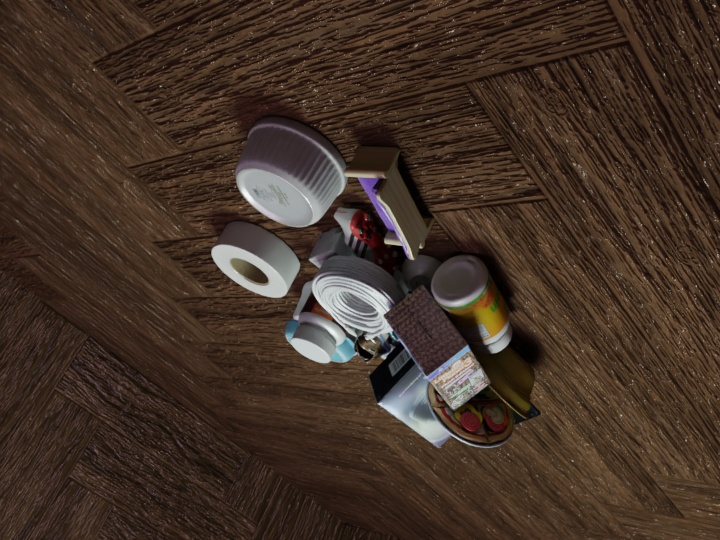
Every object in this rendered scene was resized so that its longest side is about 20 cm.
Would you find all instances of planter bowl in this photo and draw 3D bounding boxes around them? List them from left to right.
[{"bbox_3d":[0.306,0.208,1.721,0.200,0.084,0.200,43,-173,-6],"label":"planter bowl"}]

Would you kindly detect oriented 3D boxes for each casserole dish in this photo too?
[{"bbox_3d":[-0.099,0.170,1.917,0.198,0.039,0.121,6,146,40],"label":"casserole dish"}]

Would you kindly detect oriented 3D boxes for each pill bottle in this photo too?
[{"bbox_3d":[-0.066,0.089,1.772,0.113,0.202,0.115,21,154,11],"label":"pill bottle"},{"bbox_3d":[0.220,0.072,1.562,0.110,0.112,0.200,7,148,37],"label":"pill bottle"}]

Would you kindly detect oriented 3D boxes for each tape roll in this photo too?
[{"bbox_3d":[-0.242,-0.024,1.888,0.200,0.071,0.203,22,154,11],"label":"tape roll"}]

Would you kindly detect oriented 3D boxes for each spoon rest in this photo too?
[{"bbox_3d":[0.126,0.047,1.657,0.098,0.061,0.202,15,130,11],"label":"spoon rest"}]

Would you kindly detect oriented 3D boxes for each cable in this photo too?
[{"bbox_3d":[0.001,0.050,1.628,0.200,0.070,0.199,42,148,-25],"label":"cable"}]

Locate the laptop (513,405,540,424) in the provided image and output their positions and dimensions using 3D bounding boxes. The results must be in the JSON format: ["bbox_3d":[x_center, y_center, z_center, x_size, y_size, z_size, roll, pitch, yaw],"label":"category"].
[{"bbox_3d":[0.311,0.305,2.022,0.199,0.104,0.177,-28,125,30],"label":"laptop"}]

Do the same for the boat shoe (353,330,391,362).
[{"bbox_3d":[0.020,0.166,1.859,0.072,0.072,0.200,43,169,17],"label":"boat shoe"}]

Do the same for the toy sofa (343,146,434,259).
[{"bbox_3d":[0.047,-0.113,1.410,0.082,0.098,0.201,9,150,33],"label":"toy sofa"}]

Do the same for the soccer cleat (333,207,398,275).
[{"bbox_3d":[0.012,-0.050,1.605,0.085,0.069,0.201,22,155,39],"label":"soccer cleat"}]

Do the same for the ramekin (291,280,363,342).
[{"bbox_3d":[-0.068,0.121,1.954,0.198,0.098,0.201,23,154,12],"label":"ramekin"}]

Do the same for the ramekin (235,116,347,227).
[{"bbox_3d":[-0.130,-0.168,1.473,0.198,0.106,0.201,22,154,11],"label":"ramekin"}]

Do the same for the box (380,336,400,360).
[{"bbox_3d":[0.112,0.203,1.995,0.199,0.040,0.137,33,153,-10],"label":"box"}]

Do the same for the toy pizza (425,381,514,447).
[{"bbox_3d":[0.227,0.271,1.667,0.198,0.201,0.032,27,127,2],"label":"toy pizza"}]

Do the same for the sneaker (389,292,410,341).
[{"bbox_3d":[0.081,0.117,1.812,0.077,0.087,0.200,30,154,-3],"label":"sneaker"}]

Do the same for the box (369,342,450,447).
[{"bbox_3d":[0.161,0.249,1.820,0.198,0.200,0.124,37,-166,-23],"label":"box"}]

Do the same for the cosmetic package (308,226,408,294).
[{"bbox_3d":[0.000,0.000,1.694,0.199,0.075,0.101,38,152,-23],"label":"cosmetic package"}]

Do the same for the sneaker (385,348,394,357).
[{"bbox_3d":[0.100,0.245,1.978,0.091,0.078,0.201,39,157,20],"label":"sneaker"}]

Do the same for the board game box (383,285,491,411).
[{"bbox_3d":[0.150,0.152,1.579,0.160,0.096,0.200,54,-179,34],"label":"board game box"}]
